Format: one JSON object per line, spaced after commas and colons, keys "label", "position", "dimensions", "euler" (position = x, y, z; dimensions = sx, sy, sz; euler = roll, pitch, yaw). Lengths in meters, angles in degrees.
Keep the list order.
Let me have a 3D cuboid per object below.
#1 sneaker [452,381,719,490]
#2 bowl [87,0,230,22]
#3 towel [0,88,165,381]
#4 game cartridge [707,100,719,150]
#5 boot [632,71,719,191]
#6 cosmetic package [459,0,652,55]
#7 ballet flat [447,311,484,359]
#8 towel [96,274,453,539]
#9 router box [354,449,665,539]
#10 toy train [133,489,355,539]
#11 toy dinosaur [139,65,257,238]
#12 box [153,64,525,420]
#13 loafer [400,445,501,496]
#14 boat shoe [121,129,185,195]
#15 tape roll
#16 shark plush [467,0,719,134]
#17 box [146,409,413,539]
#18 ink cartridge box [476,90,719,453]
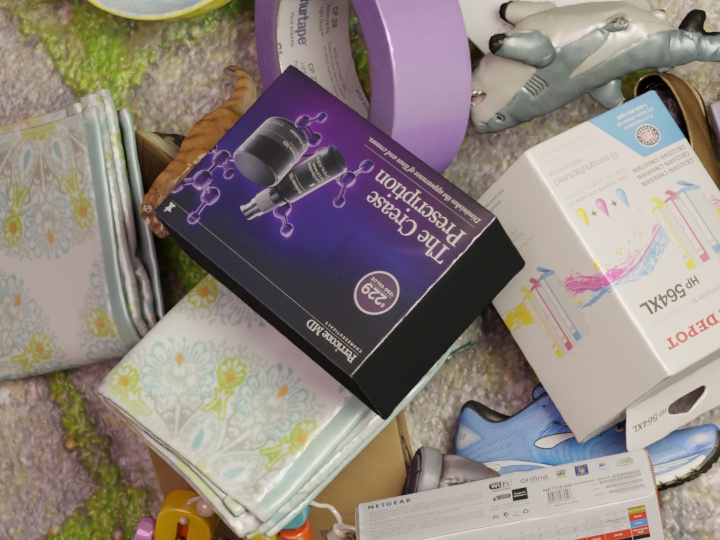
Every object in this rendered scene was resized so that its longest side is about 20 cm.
{"label": "sneaker", "position": [0.155, 0.115, 1.519], "dimensions": [0.199, 0.079, 0.090], "euler": [-3, 85, 19]}
{"label": "bowl", "position": [-0.132, -0.278, 1.647], "dimensions": [0.199, 0.108, 0.201], "euler": [-2, 83, 19]}
{"label": "towel", "position": [-0.232, -0.025, 1.660], "dimensions": [0.171, 0.048, 0.201], "euler": [-12, 84, 39]}
{"label": "game cartridge", "position": [0.329, -0.039, 1.483], "dimensions": [0.129, 0.038, 0.201], "euler": [-18, 78, 4]}
{"label": "boot", "position": [0.230, -0.045, 1.513], "dimensions": [0.073, 0.075, 0.201], "euler": [-21, 79, 14]}
{"label": "cosmetic package", "position": [0.101, -0.224, 1.576], "dimensions": [0.113, 0.081, 0.200], "euler": [-44, 71, 9]}
{"label": "ballet flat", "position": [0.000, 0.000, 1.583], "dimensions": [0.200, 0.072, 0.072], "euler": [34, 96, 20]}
{"label": "towel", "position": [-0.059, 0.065, 1.470], "dimensions": [0.200, 0.048, 0.171], "euler": [-44, 60, -13]}
{"label": "router box", "position": [0.111, 0.221, 1.459], "dimensions": [0.199, 0.049, 0.180], "euler": [-11, 123, 4]}
{"label": "toy train", "position": [-0.074, 0.193, 1.558], "dimensions": [0.150, 0.056, 0.200], "euler": [36, 132, -15]}
{"label": "toy dinosaur", "position": [-0.094, -0.103, 1.578], "dimensions": [0.106, 0.061, 0.200], "euler": [14, 44, 18]}
{"label": "box", "position": [-0.015, -0.021, 1.421], "dimensions": [0.200, 0.079, 0.141], "euler": [38, 84, 31]}
{"label": "loafer", "position": [0.048, 0.213, 1.523], "dimensions": [0.063, 0.072, 0.201], "euler": [10, 122, -7]}
{"label": "boat shoe", "position": [-0.102, -0.048, 1.619], "dimensions": [0.200, 0.065, 0.073], "euler": [43, 133, 27]}
{"label": "tape roll", "position": [-0.001, -0.154, 1.546], "dimensions": [0.200, 0.065, 0.201], "euler": [33, 130, 52]}
{"label": "shark plush", "position": [0.171, -0.144, 1.489], "dimensions": [0.199, 0.091, 0.084], "euler": [-9, 112, 0]}
{"label": "box", "position": [-0.057, 0.138, 1.557], "dimensions": [0.199, 0.164, 0.021], "euler": [4, 43, 18]}
{"label": "ink cartridge box", "position": [0.180, 0.008, 1.457], "dimensions": [0.200, 0.128, 0.125], "euler": [58, 147, 10]}
